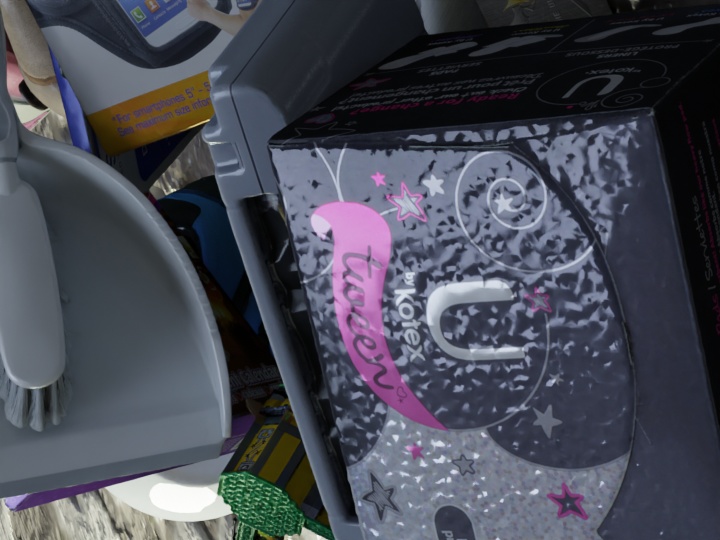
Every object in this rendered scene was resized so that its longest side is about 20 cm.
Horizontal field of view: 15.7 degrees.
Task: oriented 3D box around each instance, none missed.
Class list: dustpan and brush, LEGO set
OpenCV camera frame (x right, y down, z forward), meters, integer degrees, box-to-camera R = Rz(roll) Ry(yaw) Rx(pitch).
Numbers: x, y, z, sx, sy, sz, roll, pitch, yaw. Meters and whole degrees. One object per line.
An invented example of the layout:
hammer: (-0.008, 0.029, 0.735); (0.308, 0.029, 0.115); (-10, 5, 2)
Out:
dustpan and brush: (-0.131, -0.021, 0.980); (0.057, 0.139, 0.200); (99, 160, -72)
LEGO set: (0.020, 0.103, 1.051); (0.154, 0.116, 0.200); (20, 144, 17)

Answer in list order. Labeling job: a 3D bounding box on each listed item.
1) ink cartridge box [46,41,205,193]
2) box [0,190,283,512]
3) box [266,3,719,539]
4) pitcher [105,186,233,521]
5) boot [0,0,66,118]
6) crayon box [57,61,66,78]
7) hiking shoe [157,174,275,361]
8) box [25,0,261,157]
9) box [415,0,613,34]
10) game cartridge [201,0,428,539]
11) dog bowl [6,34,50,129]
ink cartridge box: (-0.112, -0.143, 1.136); (0.200, 0.047, 0.198); (-55, -42, -60)
box: (-0.118, 0.023, 1.095); (0.039, 0.200, 0.137); (-43, 76, 22)
box: (0.068, 0.032, 0.809); (0.132, 0.115, 0.200); (-4, 108, 28)
pitcher: (-0.096, 0.039, 1.341); (0.200, 0.121, 0.172); (177, 82, -82)
boot: (-0.137, -0.155, 1.310); (0.146, 0.070, 0.200); (54, -148, -34)
crayon box: (-0.081, -0.171, 1.086); (0.200, 0.051, 0.127); (-58, -41, -63)
hiking shoe: (-0.038, 0.037, 1.211); (0.200, 0.087, 0.074); (58, 157, 32)
box: (-0.086, -0.149, 0.951); (0.119, 0.041, 0.200); (-18, 109, 34)
box: (0.015, -0.127, 0.980); (0.200, 0.048, 0.158); (65, 160, 15)
game cartridge: (0.007, -0.003, 0.884); (0.133, 0.040, 0.200); (-65, -37, -56)
dog bowl: (-0.203, -0.163, 1.337); (0.074, 0.200, 0.200); (-22, 87, 33)
